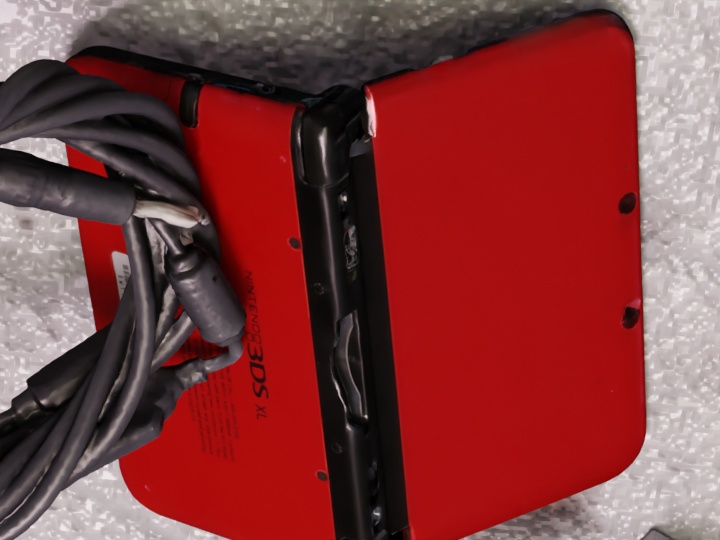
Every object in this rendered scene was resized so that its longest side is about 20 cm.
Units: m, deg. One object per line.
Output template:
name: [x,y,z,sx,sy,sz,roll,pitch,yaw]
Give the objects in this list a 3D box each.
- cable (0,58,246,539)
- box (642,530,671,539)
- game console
cable: [-0.136,0.021,0.836,0.200,0.051,0.163,-25,132,-12]
box: [0.164,0.202,1.034,0.200,0.060,0.117,31,119,-18]
game console: [0.000,0.000,0.933,0.172,0.119,0.200,15,128,29]
